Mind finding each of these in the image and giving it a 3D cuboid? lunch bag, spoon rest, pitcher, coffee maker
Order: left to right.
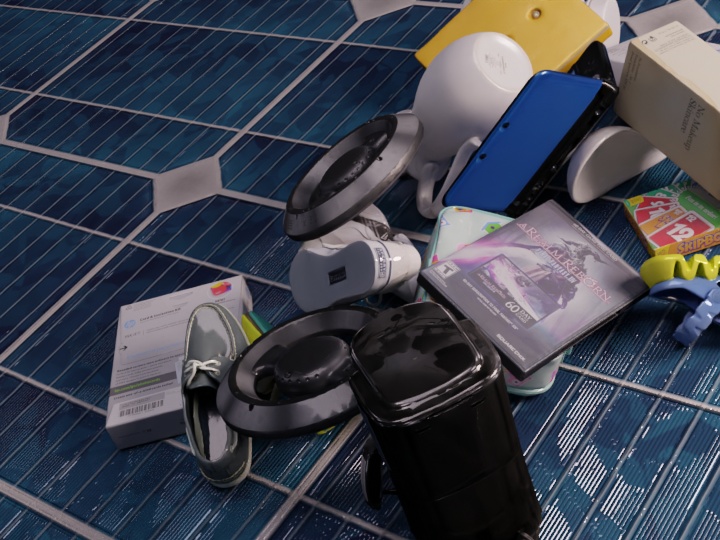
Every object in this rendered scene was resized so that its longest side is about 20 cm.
[{"bbox_3d":[0.117,-0.169,1.338,0.121,0.200,0.172,9,61,-26],"label":"pitcher"},{"bbox_3d":[0.085,0.148,0.958,0.135,0.200,0.192,-42,43,-24],"label":"coffee maker"},{"bbox_3d":[0.136,0.033,1.146,0.160,0.077,0.200,15,46,-2],"label":"lunch bag"},{"bbox_3d":[0.307,-0.140,1.307,0.061,0.099,0.200,37,50,27],"label":"spoon rest"}]

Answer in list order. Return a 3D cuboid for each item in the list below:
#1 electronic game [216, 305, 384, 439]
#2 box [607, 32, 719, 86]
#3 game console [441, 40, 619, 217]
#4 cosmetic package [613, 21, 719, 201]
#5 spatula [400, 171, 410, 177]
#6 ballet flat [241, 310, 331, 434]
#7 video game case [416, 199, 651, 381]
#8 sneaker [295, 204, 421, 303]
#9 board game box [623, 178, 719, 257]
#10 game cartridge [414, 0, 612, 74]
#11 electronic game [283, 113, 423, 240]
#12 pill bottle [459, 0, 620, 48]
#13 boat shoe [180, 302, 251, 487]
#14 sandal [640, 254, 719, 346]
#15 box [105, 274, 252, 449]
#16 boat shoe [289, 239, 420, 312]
[{"bbox_3d":[-0.044,0.095,1.093,0.200,0.042,0.200,-17,26,9],"label":"electronic game"},{"bbox_3d":[0.398,-0.236,1.356,0.200,0.041,0.156,23,34,35],"label":"box"},{"bbox_3d":[0.184,-0.167,1.280,0.200,0.118,0.171,-54,21,34],"label":"game console"},{"bbox_3d":[0.366,-0.162,1.199,0.073,0.104,0.200,-25,53,-21],"label":"cosmetic package"},{"bbox_3d":[0.140,-0.155,1.445,0.200,0.021,0.057,-17,40,6],"label":"spatula"},{"bbox_3d":[-0.081,0.109,1.197,0.200,0.067,0.067,33,85,44],"label":"ballet flat"},{"bbox_3d":[0.172,0.013,1.108,0.200,0.019,0.143,-28,61,-34],"label":"video game case"},{"bbox_3d":[0.000,0.000,1.281,0.115,0.075,0.200,-28,34,-7],"label":"sneaker"},{"bbox_3d":[0.397,-0.073,1.230,0.200,0.030,0.096,-16,38,1],"label":"board game box"},{"bbox_3d":[0.193,-0.289,1.457,0.200,0.032,0.176,-42,57,7],"label":"game cartridge"},{"bbox_3d":[-0.010,-0.108,1.302,0.200,0.042,0.200,-35,23,17],"label":"electronic game"},{"bbox_3d":[0.241,-0.322,1.530,0.200,0.111,0.111,5,44,27],"label":"pill bottle"},{"bbox_3d":[-0.148,0.116,1.153,0.073,0.062,0.200,-12,64,7],"label":"boat shoe"},{"bbox_3d":[0.373,0.028,1.092,0.199,0.079,0.087,-3,77,9],"label":"sandal"},{"bbox_3d":[-0.199,0.098,1.274,0.156,0.041,0.200,-15,39,5],"label":"box"},{"bbox_3d":[0.000,0.000,1.189,0.086,0.075,0.202,-4,-8,-30],"label":"boat shoe"}]
